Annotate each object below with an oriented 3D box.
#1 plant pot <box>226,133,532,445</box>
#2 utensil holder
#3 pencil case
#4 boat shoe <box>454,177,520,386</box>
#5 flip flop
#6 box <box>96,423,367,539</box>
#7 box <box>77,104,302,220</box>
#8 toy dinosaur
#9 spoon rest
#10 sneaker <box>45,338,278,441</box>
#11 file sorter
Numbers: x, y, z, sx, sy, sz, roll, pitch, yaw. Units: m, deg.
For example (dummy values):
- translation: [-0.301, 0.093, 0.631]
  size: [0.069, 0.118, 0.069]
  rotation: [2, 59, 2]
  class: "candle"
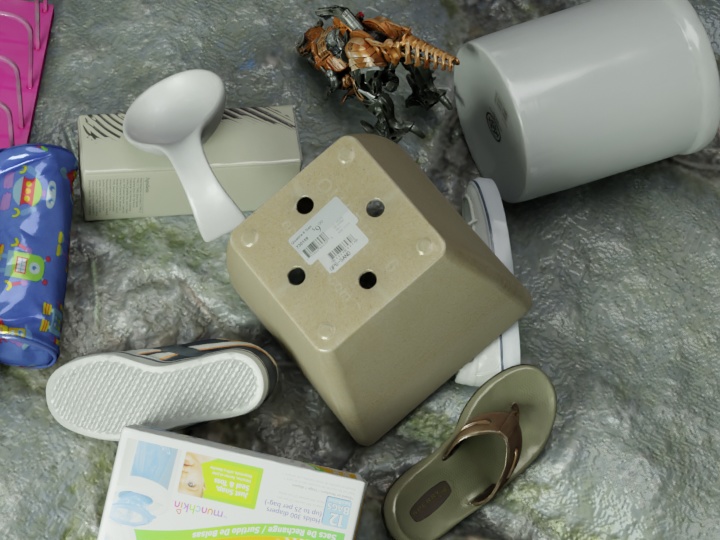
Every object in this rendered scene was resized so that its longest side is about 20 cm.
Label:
- translation: [0.000, 0.000, 1.514]
  size: [0.200, 0.177, 0.200]
  rotation: [-40, 71, 1]
  class: "plant pot"
- translation: [0.209, -0.165, 1.686]
  size: [0.199, 0.170, 0.170]
  rotation: [-19, 64, -14]
  class: "utensil holder"
- translation: [-0.295, -0.016, 1.561]
  size: [0.087, 0.078, 0.201]
  rotation: [10, 68, -22]
  class: "pencil case"
- translation: [0.092, 0.011, 1.627]
  size: [0.086, 0.075, 0.203]
  rotation: [-2, 70, -5]
  class: "boat shoe"
- translation: [0.100, 0.159, 1.531]
  size: [0.200, 0.058, 0.081]
  rotation: [-39, 95, -23]
  class: "flip flop"
- translation: [-0.103, 0.199, 1.447]
  size: [0.199, 0.101, 0.113]
  rotation: [12, 86, -1]
  class: "box"
- translation: [-0.157, -0.099, 1.644]
  size: [0.199, 0.082, 0.069]
  rotation: [-4, 59, -12]
  class: "box"
- translation: [0.015, -0.189, 1.682]
  size: [0.102, 0.136, 0.200]
  rotation: [-34, 27, -8]
  class: "toy dinosaur"
- translation: [-0.148, -0.111, 1.543]
  size: [0.099, 0.061, 0.200]
  rotation: [-27, 44, 1]
  class: "spoon rest"
- translation: [-0.165, 0.102, 1.536]
  size: [0.199, 0.079, 0.079]
  rotation: [-4, 94, 15]
  class: "sneaker"
- translation: [-0.367, -0.205, 1.649]
  size: [0.138, 0.126, 0.201]
  rotation: [7, 60, -4]
  class: "file sorter"
